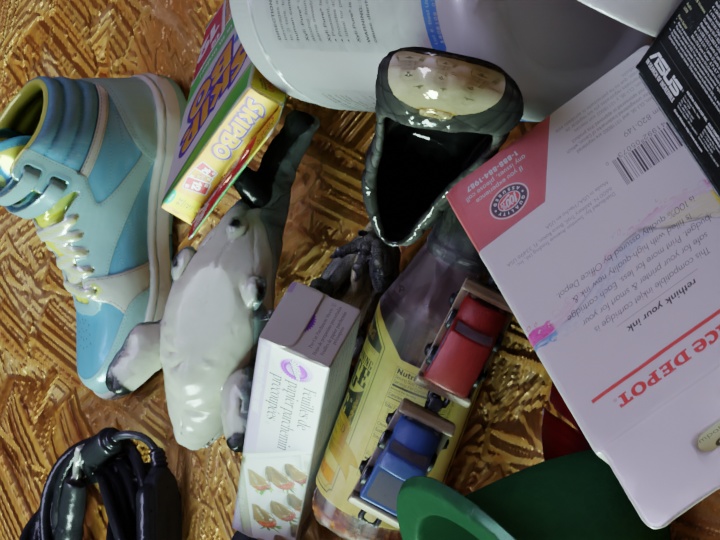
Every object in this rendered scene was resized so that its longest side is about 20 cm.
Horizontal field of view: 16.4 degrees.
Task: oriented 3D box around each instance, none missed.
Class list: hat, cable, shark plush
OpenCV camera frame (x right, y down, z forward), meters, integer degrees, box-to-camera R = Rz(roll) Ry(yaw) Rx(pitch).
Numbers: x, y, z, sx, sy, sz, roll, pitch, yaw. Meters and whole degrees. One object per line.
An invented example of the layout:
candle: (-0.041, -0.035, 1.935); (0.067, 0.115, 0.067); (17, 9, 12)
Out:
hat: (0.129, 0.109, 1.153); (0.166, 0.176, 0.200); (23, 144, 55)
cable: (-0.164, 0.197, 1.520); (0.163, 0.051, 0.201); (-17, 73, 52)
shark plush: (-0.076, 0.005, 1.391); (0.091, 0.083, 0.200); (12, 100, 19)

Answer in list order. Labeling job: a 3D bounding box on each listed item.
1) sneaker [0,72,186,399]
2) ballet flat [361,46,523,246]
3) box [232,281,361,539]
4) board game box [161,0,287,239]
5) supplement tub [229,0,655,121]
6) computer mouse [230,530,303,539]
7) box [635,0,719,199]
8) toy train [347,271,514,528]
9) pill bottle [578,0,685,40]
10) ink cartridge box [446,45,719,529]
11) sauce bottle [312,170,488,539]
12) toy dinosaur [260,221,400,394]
sneaker: (-0.180, -0.024, 1.504); (0.079, 0.130, 0.201); (6, 90, 53)
ballet flat: (0.035, -0.056, 1.124); (0.200, 0.066, 0.057); (95, -168, -77)
box: (-0.035, 0.080, 1.287); (0.200, 0.039, 0.041); (101, -165, -57)
board game box: (-0.065, -0.108, 1.366); (0.096, 0.030, 0.200); (-51, 21, 34)
supplement tub: (0.040, -0.140, 1.215); (0.200, 0.132, 0.132); (10, 94, 54)
computer mouse: (-0.021, 0.192, 1.338); (0.200, 0.034, 0.059); (33, 111, 51)
box: (0.222, -0.069, 0.990); (0.164, 0.086, 0.200); (-57, 44, 33)
toy train: (0.050, 0.039, 1.198); (0.200, 0.034, 0.046); (-62, 5, 11)
pill bottle: (0.148, -0.204, 1.070); (0.112, 0.112, 0.200); (41, 110, 49)
ink cartridge box: (0.135, 0.015, 1.077); (0.116, 0.067, 0.200); (-36, 53, 11)
sauce bottle: (0.033, 0.043, 1.259); (0.066, 0.066, 0.200); (40, 115, 49)
toy dinosaur: (0.000, 0.000, 1.291); (0.047, 0.088, 0.200); (34, 117, 14)
